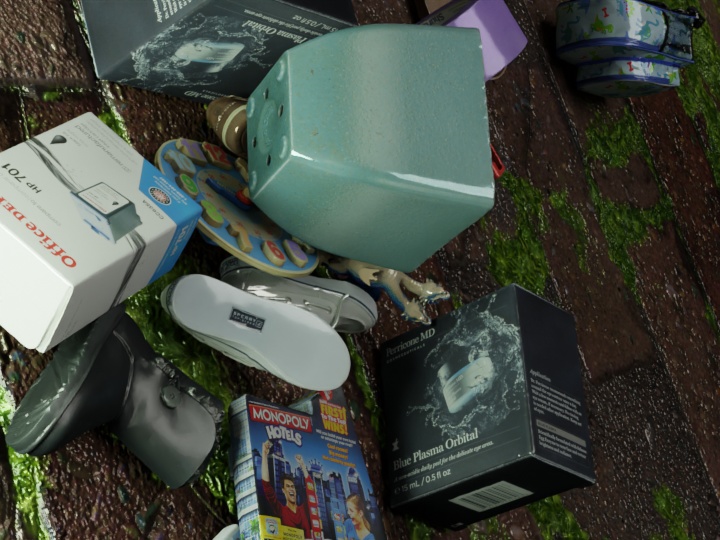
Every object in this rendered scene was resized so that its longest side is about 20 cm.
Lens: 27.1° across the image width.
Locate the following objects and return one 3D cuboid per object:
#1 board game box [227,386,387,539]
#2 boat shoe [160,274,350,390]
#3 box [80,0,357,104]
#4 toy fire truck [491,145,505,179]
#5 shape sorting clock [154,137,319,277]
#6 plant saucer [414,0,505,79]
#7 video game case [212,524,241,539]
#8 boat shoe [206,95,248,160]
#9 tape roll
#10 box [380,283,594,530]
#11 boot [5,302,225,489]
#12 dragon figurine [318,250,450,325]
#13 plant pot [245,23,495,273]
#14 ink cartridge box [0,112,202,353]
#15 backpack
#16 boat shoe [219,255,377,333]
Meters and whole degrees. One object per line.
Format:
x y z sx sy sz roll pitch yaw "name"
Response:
-0.060 0.196 1.460 0.199 0.061 0.201 24 48 -47 "board game box"
-0.102 0.057 1.460 0.199 0.065 0.074 31 77 -20 "boat shoe"
-0.145 -0.271 1.524 0.196 0.199 0.118 7 62 -51 "box"
0.076 -0.082 1.757 0.049 0.141 0.200 59 34 -8 "toy fire truck"
-0.122 -0.067 1.519 0.199 0.039 0.200 32 19 -13 "shape sorting clock"
0.136 -0.354 2.107 0.200 0.034 0.201 31 47 -40 "plant saucer"
-0.119 0.352 1.325 0.183 0.022 0.200 60 35 -7 "video game case"
-0.092 -0.142 1.625 0.075 0.075 0.202 34 2 35 "boat shoe"
0.101 -0.265 1.855 0.085 0.199 0.200 55 35 -13 "tape roll"
0.133 0.152 1.623 0.117 0.196 0.201 26 49 -41 "box"
-0.202 0.132 1.301 0.168 0.076 0.201 48 31 -18 "boot"
0.000 0.000 1.639 0.059 0.199 0.100 -61 153 -17 "dragon figurine"
-0.005 -0.128 1.491 0.199 0.196 0.197 6 67 -24 "plant pot"
-0.255 -0.037 1.292 0.146 0.086 0.200 40 32 7 "ink cartridge box"
0.407 -0.351 2.343 0.199 0.182 0.148 10 81 -40 "backpack"
-0.059 0.050 1.551 0.201 0.074 0.087 23 51 -42 "boat shoe"
